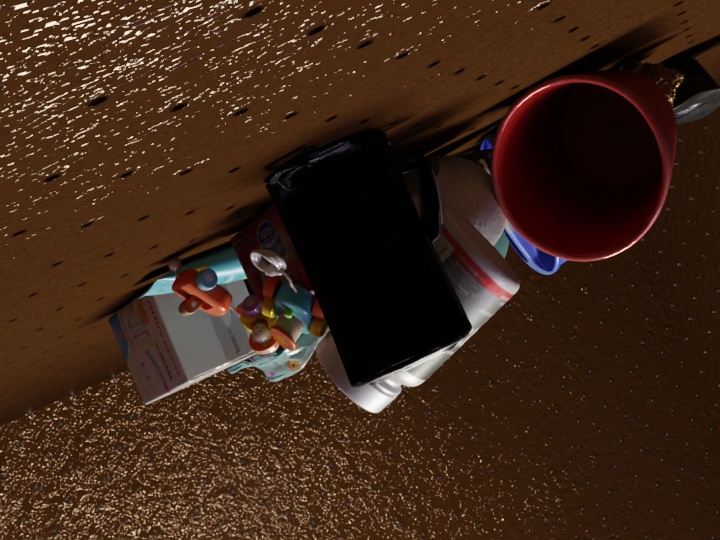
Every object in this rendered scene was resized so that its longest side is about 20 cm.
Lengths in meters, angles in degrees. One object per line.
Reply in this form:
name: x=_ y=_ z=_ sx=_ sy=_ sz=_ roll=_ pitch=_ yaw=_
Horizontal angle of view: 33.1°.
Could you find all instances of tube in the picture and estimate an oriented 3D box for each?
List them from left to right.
tube: x=-0.161 y=-0.006 z=1.419 sx=0.198 sy=0.051 sz=0.077 roll=-18 pitch=167 yaw=-30

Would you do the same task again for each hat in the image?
hat: x=0.455 y=-0.259 z=1.743 sx=0.198 sy=0.082 sz=0.201 roll=-22 pitch=172 yaw=-3

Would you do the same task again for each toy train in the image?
toy train: x=-0.120 y=0.040 z=1.258 sx=0.199 sy=0.150 sz=0.056 roll=-11 pitch=-133 yaw=54

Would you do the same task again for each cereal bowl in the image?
cereal bowl: x=0.060 y=-0.067 z=1.357 sx=0.198 sy=0.084 sz=0.201 roll=-21 pitch=-151 yaw=12

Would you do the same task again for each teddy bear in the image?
teddy bear: x=0.309 y=-0.216 z=1.493 sx=0.143 sy=0.068 sz=0.200 roll=-15 pitch=-176 yaw=-3

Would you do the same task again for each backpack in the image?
backpack: x=-0.131 y=0.061 z=1.699 sx=0.199 sy=0.154 sz=0.177 roll=-15 pitch=-146 yaw=46

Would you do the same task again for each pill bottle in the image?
pill bottle: x=0.056 y=0.043 z=1.234 sx=0.200 sy=0.114 sz=0.114 roll=-45 pitch=173 yaw=12

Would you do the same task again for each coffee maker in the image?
coffee maker: x=0.000 y=-0.005 z=1.070 sx=0.134 sy=0.202 sz=0.191 roll=-26 pitch=177 yaw=34

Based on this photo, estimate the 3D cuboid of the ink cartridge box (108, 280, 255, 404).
ink cartridge box: x=-0.217 y=0.074 z=1.542 sx=0.124 sy=0.130 sz=0.200 roll=-23 pitch=177 yaw=-31

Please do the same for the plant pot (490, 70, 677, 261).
plant pot: x=0.263 y=-0.133 z=1.336 sx=0.199 sy=0.202 sz=0.177 roll=-26 pitch=-174 yaw=33

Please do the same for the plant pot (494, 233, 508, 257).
plant pot: x=0.152 y=-0.050 z=2.003 sx=0.160 sy=0.202 sz=0.200 roll=-36 pitch=-174 yaw=-39

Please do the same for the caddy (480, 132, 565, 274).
caddy: x=0.221 y=-0.093 z=1.555 sx=0.104 sy=0.202 sz=0.141 roll=-28 pitch=-156 yaw=-17

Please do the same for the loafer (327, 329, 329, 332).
loafer: x=0.000 y=0.000 z=1.615 sx=0.067 sy=0.202 sz=0.076 roll=18 pitch=-148 yaw=21

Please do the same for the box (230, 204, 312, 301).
box: x=-0.050 y=-0.031 z=1.279 sx=0.099 sy=0.097 sz=0.200 roll=-22 pitch=177 yaw=-28

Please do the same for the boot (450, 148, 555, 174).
boot: x=0.139 y=-0.109 z=1.478 sx=0.090 sy=0.074 sz=0.199 roll=-18 pitch=-171 yaw=-40
